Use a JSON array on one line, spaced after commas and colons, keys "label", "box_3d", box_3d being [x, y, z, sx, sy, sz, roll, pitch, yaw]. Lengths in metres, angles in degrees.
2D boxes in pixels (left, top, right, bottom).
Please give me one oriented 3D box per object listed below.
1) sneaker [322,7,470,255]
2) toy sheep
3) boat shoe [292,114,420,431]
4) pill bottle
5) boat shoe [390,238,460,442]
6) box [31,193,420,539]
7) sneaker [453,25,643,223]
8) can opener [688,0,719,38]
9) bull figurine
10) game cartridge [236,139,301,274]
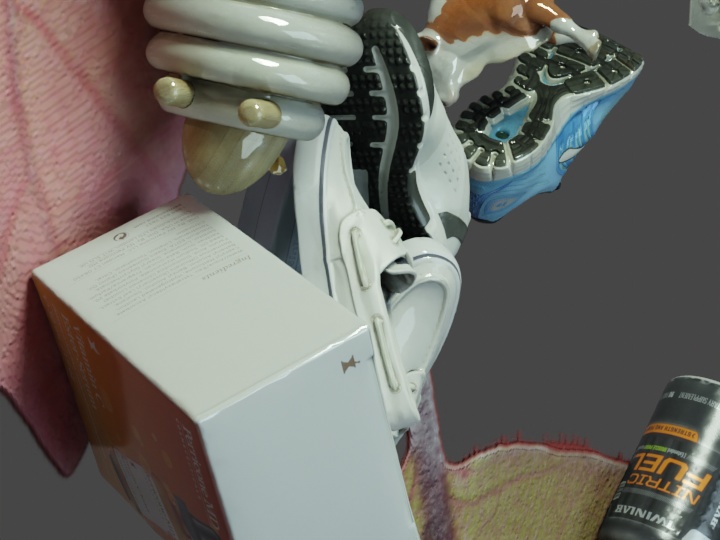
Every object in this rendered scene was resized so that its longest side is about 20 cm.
[{"label": "sneaker", "box_3d": [0.026, -0.080, 1.291, 0.080, 0.073, 0.201, -55, 146, -43]}, {"label": "toy sheep", "box_3d": [-0.059, -0.140, 1.152, 0.138, 0.137, 0.201, 10, 97, -54]}, {"label": "boat shoe", "box_3d": [0.000, 0.000, 1.212, 0.072, 0.065, 0.201, 69, 15, -64]}, {"label": "pill bottle", "box_3d": [0.265, 0.197, 1.722, 0.201, 0.106, 0.106, -62, 142, -18]}, {"label": "boat shoe", "box_3d": [0.005, 0.077, 1.272, 0.072, 0.066, 0.200, 28, 104, -30]}, {"label": "box", "box_3d": [-0.075, 0.074, 1.128, 0.106, 0.200, 0.153, -27, 124, -21]}, {"label": "sneaker", "box_3d": [0.129, -0.104, 1.483, 0.200, 0.078, 0.090, -39, 150, -35]}, {"label": "can opener", "box_3d": [0.292, -0.285, 1.653, 0.067, 0.053, 0.201, -70, 161, -71]}, {"label": "bull figurine", "box_3d": [0.112, -0.193, 1.379, 0.065, 0.121, 0.201, 94, 18, -72]}, {"label": "game cartridge", "box_3d": [-0.026, -0.020, 1.319, 0.133, 0.041, 0.201, 10, 93, -50]}]
